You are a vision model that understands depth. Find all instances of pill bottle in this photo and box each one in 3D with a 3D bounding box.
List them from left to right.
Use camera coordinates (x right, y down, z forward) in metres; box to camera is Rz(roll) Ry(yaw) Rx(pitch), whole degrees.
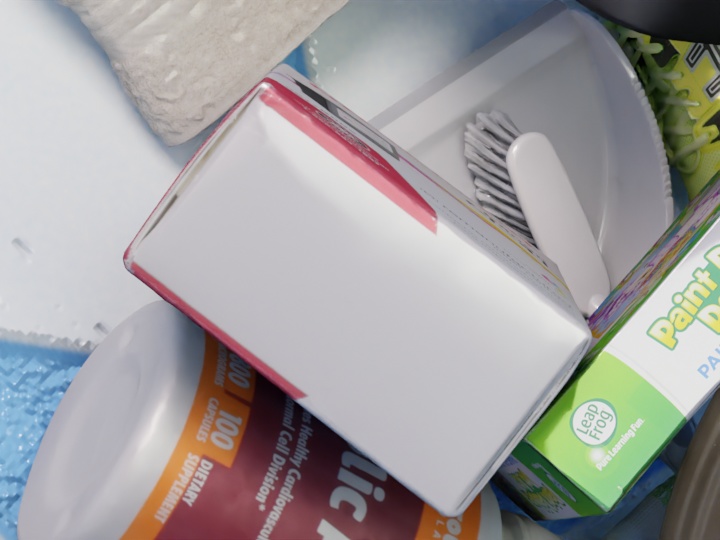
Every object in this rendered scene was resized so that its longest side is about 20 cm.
[{"bbox_3d":[-0.019,0.104,1.119,0.200,0.114,0.114,29,72,-20],"label":"pill bottle"}]

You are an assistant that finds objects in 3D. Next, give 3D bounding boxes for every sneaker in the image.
[{"bbox_3d":[0.140,-0.091,1.250,0.076,0.075,0.200,-2,75,-19],"label":"sneaker"}]

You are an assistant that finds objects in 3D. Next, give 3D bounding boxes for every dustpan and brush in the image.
[{"bbox_3d":[0.090,0.005,1.212,0.139,0.057,0.200,-34,109,-22],"label":"dustpan and brush"}]

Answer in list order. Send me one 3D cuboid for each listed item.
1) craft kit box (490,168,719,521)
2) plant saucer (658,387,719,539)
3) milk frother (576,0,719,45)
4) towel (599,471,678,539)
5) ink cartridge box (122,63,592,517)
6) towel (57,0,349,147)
[{"bbox_3d":[0.127,0.008,1.098,0.048,0.200,0.198,39,83,1],"label":"craft kit box"},{"bbox_3d":[0.185,0.070,1.146,0.200,0.029,0.200,-36,142,-35],"label":"plant saucer"},{"bbox_3d":[0.138,-0.192,1.106,0.188,0.181,0.200,7,110,-27],"label":"milk frother"},{"bbox_3d":[0.173,0.131,1.227,0.200,0.031,0.149,-35,125,-25],"label":"towel"},{"bbox_3d":[0.000,0.000,1.071,0.147,0.200,0.086,37,97,-4],"label":"ink cartridge box"},{"bbox_3d":[-0.041,-0.161,1.158,0.200,0.034,0.133,-42,113,-12],"label":"towel"}]
